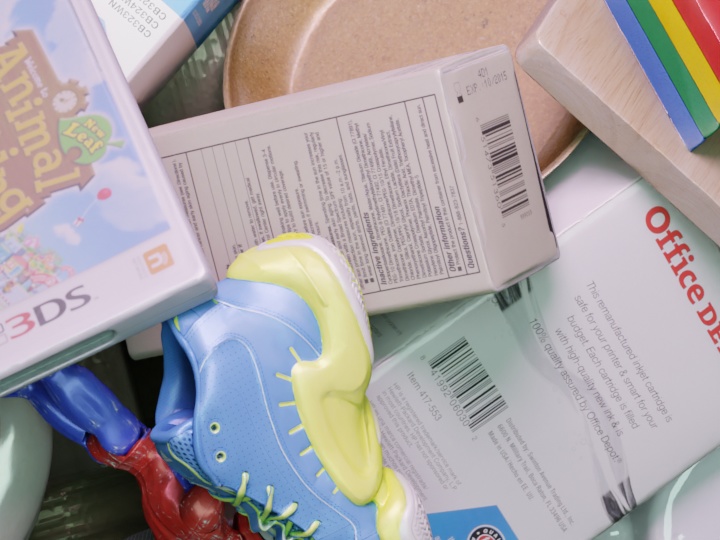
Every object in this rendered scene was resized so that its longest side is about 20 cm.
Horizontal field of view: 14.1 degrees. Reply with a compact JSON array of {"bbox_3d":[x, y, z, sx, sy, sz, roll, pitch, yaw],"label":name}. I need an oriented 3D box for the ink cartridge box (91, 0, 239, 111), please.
[{"bbox_3d":[-0.166,-0.106,1.377,0.128,0.125,0.200,40,87,0],"label":"ink cartridge box"}]

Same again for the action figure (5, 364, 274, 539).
[{"bbox_3d":[-0.100,0.050,1.298,0.200,0.065,0.099,43,62,-5],"label":"action figure"}]

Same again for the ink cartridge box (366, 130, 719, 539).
[{"bbox_3d":[0.083,0.047,1.372,0.200,0.086,0.147,-36,116,-6],"label":"ink cartridge box"}]

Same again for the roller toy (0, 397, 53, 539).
[{"bbox_3d":[-0.237,0.089,1.361,0.181,0.140,0.201,-6,81,-10],"label":"roller toy"}]

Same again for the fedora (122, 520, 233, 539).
[{"bbox_3d":[-0.063,0.180,1.365,0.199,0.090,0.177,-6,129,26],"label":"fedora"}]

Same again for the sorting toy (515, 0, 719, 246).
[{"bbox_3d":[0.197,-0.104,1.348,0.199,0.070,0.200,41,44,-7],"label":"sorting toy"}]

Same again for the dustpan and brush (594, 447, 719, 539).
[{"bbox_3d":[0.154,0.126,1.423,0.199,0.057,0.140,-6,93,-9],"label":"dustpan and brush"}]

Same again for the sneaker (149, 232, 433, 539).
[{"bbox_3d":[-0.035,0.089,1.249,0.105,0.076,0.201,-17,95,-19],"label":"sneaker"}]

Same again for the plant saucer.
[{"bbox_3d":[0.033,-0.100,1.395,0.199,0.035,0.201,-8,62,15],"label":"plant saucer"}]

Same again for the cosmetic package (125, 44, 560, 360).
[{"bbox_3d":[-0.020,-0.030,1.309,0.199,0.071,0.106,-9,98,31],"label":"cosmetic package"}]

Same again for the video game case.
[{"bbox_3d":[-0.178,-0.032,1.254,0.181,0.022,0.201,-25,58,-1],"label":"video game case"}]
